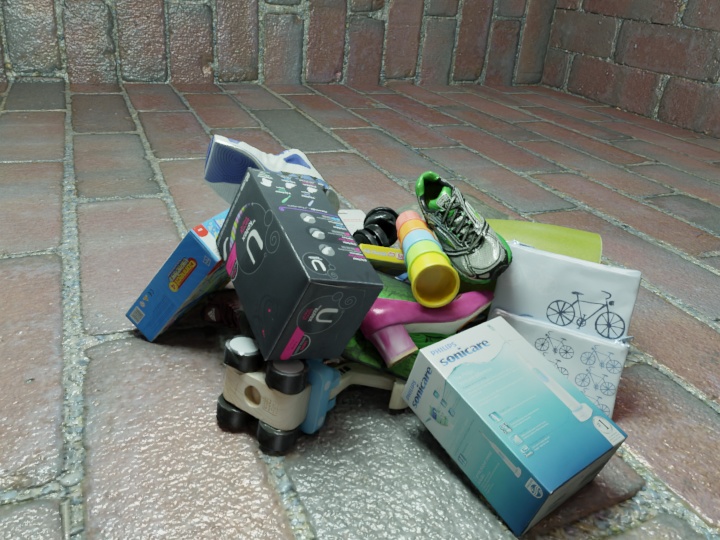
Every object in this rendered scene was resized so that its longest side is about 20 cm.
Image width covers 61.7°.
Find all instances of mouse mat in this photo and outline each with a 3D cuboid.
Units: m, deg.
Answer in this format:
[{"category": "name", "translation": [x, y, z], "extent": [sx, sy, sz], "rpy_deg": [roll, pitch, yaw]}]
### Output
[{"category": "mouse mat", "translation": [0.038, 0.066, 0.789], "extent": [0.197, 0.008, 0.162], "rpy_deg": [21, 45, -7]}]

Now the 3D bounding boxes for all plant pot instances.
[{"category": "plant pot", "translation": [0.223, 0.002, 0.899], "extent": [0.197, 0.189, 0.187], "rpy_deg": [20, 28, 7]}]

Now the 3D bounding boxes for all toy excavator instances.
[{"category": "toy excavator", "translation": [-0.049, 0.135, 0.743], "extent": [0.192, 0.101, 0.199], "rpy_deg": [20, 22, 25]}]

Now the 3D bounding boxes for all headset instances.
[{"category": "headset", "translation": [0.023, -0.068, 1.000], "extent": [0.197, 0.095, 0.124], "rpy_deg": [6, 34, 21]}]

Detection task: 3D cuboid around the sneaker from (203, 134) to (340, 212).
[{"category": "sneaker", "translation": [-0.130, -0.136, 0.877], "extent": [0.197, 0.081, 0.116], "rpy_deg": [19, 24, -21]}]

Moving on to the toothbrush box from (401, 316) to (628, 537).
[{"category": "toothbrush box", "translation": [0.165, 0.162, 0.675], "extent": [0.145, 0.086, 0.200], "rpy_deg": [-16, 49, -36]}]

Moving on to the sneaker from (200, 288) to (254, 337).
[{"category": "sneaker", "translation": [-0.179, 0.075, 0.863], "extent": [0.113, 0.077, 0.200], "rpy_deg": [-1, 16, 0]}]

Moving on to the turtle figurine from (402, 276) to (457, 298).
[{"category": "turtle figurine", "translation": [0.050, 0.077, 0.860], "extent": [0.197, 0.101, 0.152], "rpy_deg": [10, 55, -20]}]

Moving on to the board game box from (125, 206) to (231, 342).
[{"category": "board game box", "translation": [-0.221, -0.012, 0.884], "extent": [0.056, 0.200, 0.196], "rpy_deg": [46, 33, -2]}]

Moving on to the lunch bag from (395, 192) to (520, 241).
[{"category": "lunch bag", "translation": [0.176, -0.070, 1.152], "extent": [0.198, 0.119, 0.164], "rpy_deg": [-7, 29, -33]}]

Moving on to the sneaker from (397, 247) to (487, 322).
[{"category": "sneaker", "translation": [0.136, 0.018, 0.997], "extent": [0.198, 0.090, 0.078], "rpy_deg": [24, 32, 22]}]

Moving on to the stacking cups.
[{"category": "stacking cups", "translation": [0.084, -0.024, 0.811], "extent": [0.059, 0.061, 0.201], "rpy_deg": [3, 25, -5]}]

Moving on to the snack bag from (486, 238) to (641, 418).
[{"category": "snack bag", "translation": [0.260, 0.075, 0.796], "extent": [0.186, 0.203, 0.021], "rpy_deg": [15, 9, 20]}]

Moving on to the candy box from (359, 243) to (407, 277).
[{"category": "candy box", "translation": [0.000, 0.000, 0.936], "extent": [0.101, 0.027, 0.199], "rpy_deg": [9, -16, -25]}]

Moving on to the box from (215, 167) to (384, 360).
[{"category": "box", "translation": [-0.079, -0.009, 0.708], "extent": [0.105, 0.123, 0.201], "rpy_deg": [5, 38, -39]}]

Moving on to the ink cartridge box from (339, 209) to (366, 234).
[{"category": "ink cartridge box", "translation": [-0.026, -0.046, 1.123], "extent": [0.115, 0.068, 0.201], "rpy_deg": [-2, 28, -15]}]

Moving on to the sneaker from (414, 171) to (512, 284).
[{"category": "sneaker", "translation": [0.129, -0.059, 0.817], "extent": [0.078, 0.085, 0.201], "rpy_deg": [-41, 49, 5]}]

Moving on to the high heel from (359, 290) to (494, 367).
[{"category": "high heel", "translation": [0.084, 0.043, 0.781], "extent": [0.198, 0.068, 0.097], "rpy_deg": [-25, 74, -25]}]
